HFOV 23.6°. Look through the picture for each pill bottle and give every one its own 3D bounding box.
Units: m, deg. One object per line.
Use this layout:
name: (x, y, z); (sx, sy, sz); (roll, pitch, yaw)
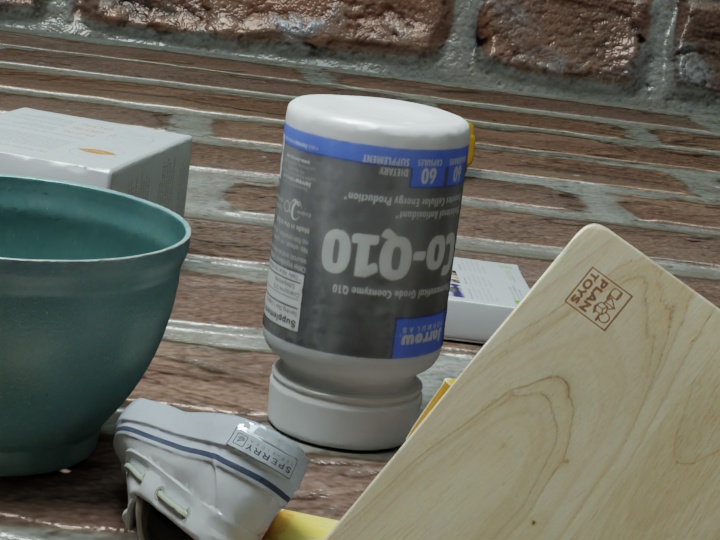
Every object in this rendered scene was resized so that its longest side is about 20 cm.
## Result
pill bottle: (0.000, 0.000, 1.054); (0.113, 0.201, 0.114); (6, 13, -1)

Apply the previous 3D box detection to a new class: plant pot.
plant pot: (-0.199, 0.032, 0.952); (0.199, 0.135, 0.200); (7, 13, -2)

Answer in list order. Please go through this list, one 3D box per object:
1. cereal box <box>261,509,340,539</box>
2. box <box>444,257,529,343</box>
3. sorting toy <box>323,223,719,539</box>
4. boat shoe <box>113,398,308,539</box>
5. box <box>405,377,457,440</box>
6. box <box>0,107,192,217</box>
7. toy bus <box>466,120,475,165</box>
cereal box: (0.043, 0.163, 0.752); (0.199, 0.040, 0.144); (10, 14, 7)
box: (0.035, 0.016, 1.358); (0.199, 0.036, 0.144); (8, 14, -4)
sorting toy: (0.099, 0.123, 0.613); (0.199, 0.200, 0.070); (37, -17, 14)
boat shoe: (-0.090, 0.106, 0.840); (0.073, 0.067, 0.200); (32, -16, -12)
box: (0.125, 0.120, 0.771); (0.200, 0.042, 0.119); (42, 18, 22)
box: (-0.234, -0.053, 1.335); (0.152, 0.107, 0.200); (11, 14, 10)
toy bus: (0.037, -0.138, 1.916); (0.199, 0.065, 0.078); (2, 15, -24)
